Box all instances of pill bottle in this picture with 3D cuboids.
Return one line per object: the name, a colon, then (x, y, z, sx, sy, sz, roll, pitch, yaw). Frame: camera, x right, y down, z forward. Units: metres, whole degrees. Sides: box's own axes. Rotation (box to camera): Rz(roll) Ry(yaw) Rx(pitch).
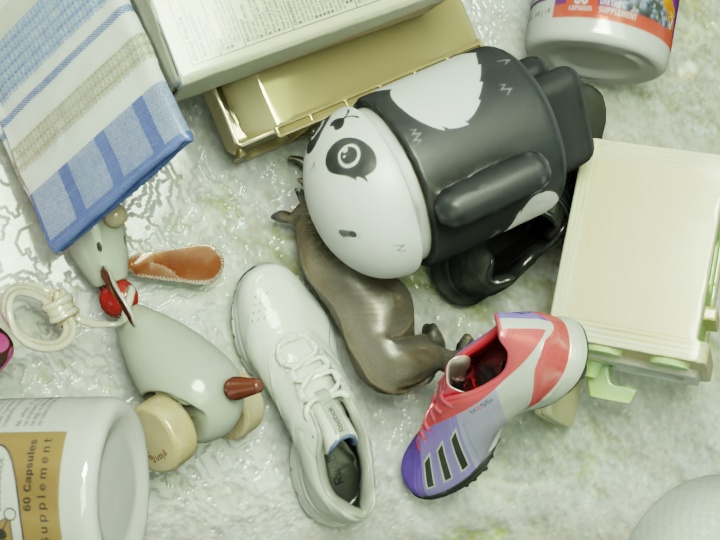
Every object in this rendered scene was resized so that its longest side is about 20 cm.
pill bottle: (0.196, -0.254, 0.966, 0.111, 0.111, 0.202, 13, 83, -16)
pill bottle: (-0.241, 0.137, 0.779, 0.198, 0.114, 0.115, -2, 87, 8)

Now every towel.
towel: (-0.190, -0.130, 0.810, 0.024, 0.147, 0.201, -5, 64, -56)

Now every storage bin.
storage bin: (-0.043, -0.204, 0.899, 0.198, 0.094, 0.201, -24, 94, -16)

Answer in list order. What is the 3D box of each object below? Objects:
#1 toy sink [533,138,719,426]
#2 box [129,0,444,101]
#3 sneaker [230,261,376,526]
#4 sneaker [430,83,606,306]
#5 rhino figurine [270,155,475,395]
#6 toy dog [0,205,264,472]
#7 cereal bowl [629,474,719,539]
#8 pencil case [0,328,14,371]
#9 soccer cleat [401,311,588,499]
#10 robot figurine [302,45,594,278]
toy sink: (0.208, 0.022, 0.924, 0.111, 0.130, 0.202, 10, 82, 19)
box: (-0.046, -0.186, 0.807, 0.199, 0.078, 0.096, -21, 93, -17)
sneaker: (-0.030, 0.087, 0.890, 0.074, 0.087, 0.201, -24, 93, -16)
sneaker: (0.135, -0.057, 0.947, 0.076, 0.091, 0.201, 35, 77, -16)
rhino figurine: (0.000, 0.000, 0.908, 0.087, 0.060, 0.201, -25, 80, -35)
toy dog: (-0.129, 0.038, 0.846, 0.200, 0.096, 0.132, 48, 39, -14)
cereal bowl: (0.303, 0.264, 0.986, 0.199, 0.083, 0.202, 1, 86, -16)
pencil case: (-0.291, -0.019, 0.791, 0.094, 0.090, 0.201, -50, 126, -58)
soccer cleat: (0.073, 0.093, 0.877, 0.073, 0.200, 0.069, 16, 46, -27)
robot figurine: (0.057, -0.077, 0.846, 0.199, 0.150, 0.125, -25, 78, -15)
